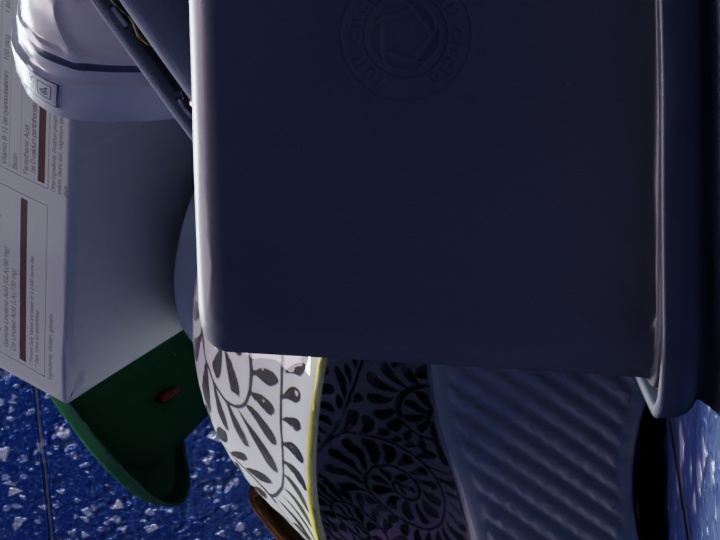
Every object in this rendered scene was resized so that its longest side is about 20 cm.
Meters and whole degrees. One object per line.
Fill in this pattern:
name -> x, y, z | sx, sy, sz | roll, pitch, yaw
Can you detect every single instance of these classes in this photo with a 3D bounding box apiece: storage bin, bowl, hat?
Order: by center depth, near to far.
storage bin -> 0.024, -0.068, 0.745 | 0.146, 0.134, 0.201 | -92, 1, -78
bowl -> 0.000, 0.000, 0.975 | 0.201, 0.094, 0.201 | -41, -39, -45
hat -> -0.034, -0.019, 1.130 | 0.166, 0.176, 0.200 | 63, -173, 1

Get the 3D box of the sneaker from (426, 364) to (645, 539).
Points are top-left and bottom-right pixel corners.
sneaker -> 0.059, 0.048, 0.951 | 0.114, 0.072, 0.201 | -72, -19, -81

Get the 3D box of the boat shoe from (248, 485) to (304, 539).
boat shoe -> 0.027, 0.146, 1.105 | 0.200, 0.067, 0.072 | 57, 155, 20

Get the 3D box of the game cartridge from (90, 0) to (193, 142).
game cartridge -> -0.008, -0.096, 0.807 | 0.200, 0.133, 0.041 | 55, 167, -24

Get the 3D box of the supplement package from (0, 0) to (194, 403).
supplement package -> -0.074, -0.078, 1.011 | 0.200, 0.111, 0.156 | -32, -41, -44

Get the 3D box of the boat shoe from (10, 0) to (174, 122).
boat shoe -> -0.003, -0.087, 0.861 | 0.067, 0.199, 0.074 | 97, 154, -43
